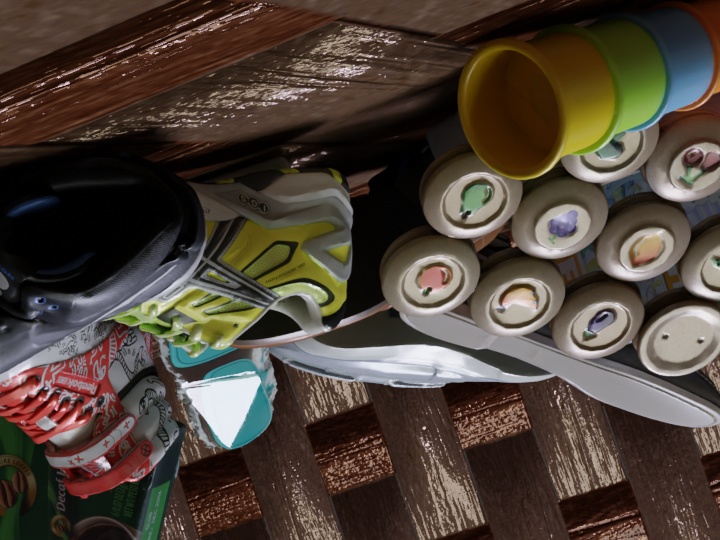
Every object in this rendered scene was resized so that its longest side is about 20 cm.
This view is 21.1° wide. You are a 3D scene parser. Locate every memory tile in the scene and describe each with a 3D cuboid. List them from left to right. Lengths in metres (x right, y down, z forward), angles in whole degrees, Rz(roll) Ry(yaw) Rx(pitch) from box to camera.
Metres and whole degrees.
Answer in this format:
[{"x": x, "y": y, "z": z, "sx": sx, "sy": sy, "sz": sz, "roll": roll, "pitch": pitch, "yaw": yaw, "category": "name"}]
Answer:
[{"x": 0.118, "y": -0.021, "z": 0.944, "sx": 0.199, "sy": 0.017, "sz": 0.154, "roll": 13, "pitch": 124, "yaw": -24, "category": "memory tile"}]

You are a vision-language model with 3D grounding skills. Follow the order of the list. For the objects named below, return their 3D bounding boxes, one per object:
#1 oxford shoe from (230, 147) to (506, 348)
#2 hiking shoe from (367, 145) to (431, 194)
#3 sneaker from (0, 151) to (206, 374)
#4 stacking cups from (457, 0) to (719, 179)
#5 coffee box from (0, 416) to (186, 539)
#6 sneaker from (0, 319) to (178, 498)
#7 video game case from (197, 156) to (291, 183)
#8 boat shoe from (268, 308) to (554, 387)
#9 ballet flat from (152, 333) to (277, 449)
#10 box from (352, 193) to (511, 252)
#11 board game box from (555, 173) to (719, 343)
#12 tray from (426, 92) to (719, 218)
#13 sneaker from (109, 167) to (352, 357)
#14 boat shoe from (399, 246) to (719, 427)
[{"x": 0.000, "y": 0.000, "z": 1.006, "sx": 0.199, "sy": 0.071, "sz": 0.071, "roll": -23, "pitch": 156, "yaw": -27, "category": "oxford shoe"}, {"x": 0.040, "y": -0.043, "z": 1.229, "sx": 0.086, "sy": 0.075, "sz": 0.200, "roll": -11, "pitch": 167, "yaw": -4, "category": "hiking shoe"}, {"x": -0.155, "y": 0.006, "z": 0.746, "sx": 0.199, "sy": 0.073, "sz": 0.112, "roll": -27, "pitch": 175, "yaw": -6, "category": "sneaker"}, {"x": 0.131, "y": -0.094, "z": 0.862, "sx": 0.199, "sy": 0.061, "sz": 0.060, "roll": -22, "pitch": 180, "yaw": -40, "category": "stacking cups"}, {"x": -0.211, "y": 0.122, "z": 1.147, "sx": 0.199, "sy": 0.124, "sz": 0.044, "roll": 18, "pitch": -171, "yaw": 16, "category": "coffee box"}, {"x": -0.155, "y": 0.066, "z": 1.004, "sx": 0.067, "sy": 0.109, "sz": 0.201, "roll": -19, "pitch": 178, "yaw": 17, "category": "sneaker"}, {"x": -0.127, "y": -0.013, "z": 1.025, "sx": 0.199, "sy": 0.023, "sz": 0.182, "roll": -19, "pitch": 178, "yaw": -1, "category": "video game case"}, {"x": 0.035, "y": 0.034, "z": 1.149, "sx": 0.200, "sy": 0.071, "sz": 0.071, "roll": 6, "pitch": 160, "yaw": -27, "category": "boat shoe"}, {"x": -0.087, "y": 0.031, "z": 1.078, "sx": 0.071, "sy": 0.072, "sz": 0.200, "roll": -18, "pitch": 149, "yaw": -13, "category": "ballet flat"}, {"x": -0.033, "y": 0.004, "z": 1.159, "sx": 0.199, "sy": 0.021, "sz": 0.163, "roll": -18, "pitch": 163, "yaw": 31, "category": "box"}, {"x": 0.184, "y": -0.038, "z": 1.082, "sx": 0.199, "sy": 0.135, "sz": 0.034, "roll": -12, "pitch": 171, "yaw": -33, "category": "board game box"}, {"x": 0.133, "y": -0.086, "z": 0.978, "sx": 0.199, "sy": 0.022, "sz": 0.108, "roll": -20, "pitch": -146, "yaw": 2, "category": "tray"}, {"x": -0.086, "y": 0.000, "z": 0.862, "sx": 0.199, "sy": 0.077, "sz": 0.075, "roll": -7, "pitch": 174, "yaw": -28, "category": "sneaker"}, {"x": 0.120, "y": 0.030, "z": 1.086, "sx": 0.199, "sy": 0.057, "sz": 0.067, "roll": 21, "pitch": 161, "yaw": -10, "category": "boat shoe"}]
